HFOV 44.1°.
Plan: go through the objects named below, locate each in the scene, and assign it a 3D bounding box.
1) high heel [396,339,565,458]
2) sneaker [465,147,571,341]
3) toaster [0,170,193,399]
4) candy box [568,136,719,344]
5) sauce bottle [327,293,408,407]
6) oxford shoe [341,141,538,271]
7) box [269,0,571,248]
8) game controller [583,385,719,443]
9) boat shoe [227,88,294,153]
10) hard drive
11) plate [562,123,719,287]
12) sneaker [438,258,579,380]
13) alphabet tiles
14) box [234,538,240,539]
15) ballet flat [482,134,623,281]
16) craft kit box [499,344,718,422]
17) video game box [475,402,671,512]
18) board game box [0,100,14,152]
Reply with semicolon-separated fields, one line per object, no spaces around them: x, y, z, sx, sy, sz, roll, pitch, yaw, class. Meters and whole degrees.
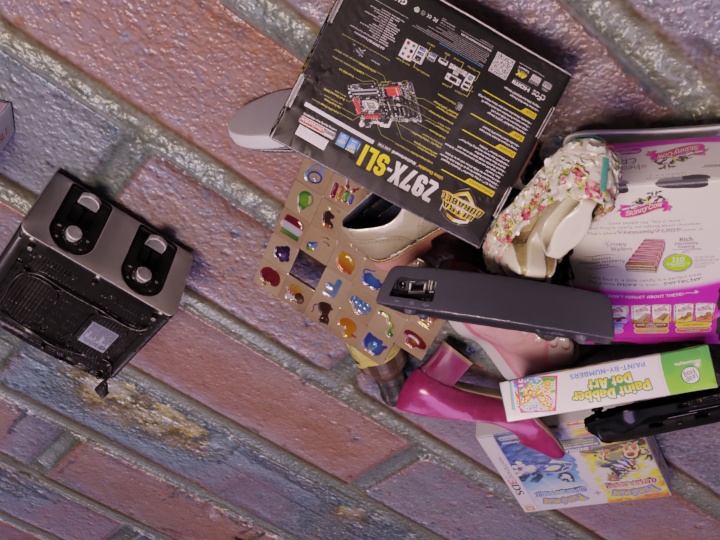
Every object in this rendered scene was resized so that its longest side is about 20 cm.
0.140;0.175;1.024;0.199;0.067;0.096;38;94;-11;high heel
0.147;-0.022;0.860;0.090;0.067;0.202;-4;118;30;sneaker
-0.302;0.016;0.971;0.180;0.119;0.200;33;132;-19;toaster
0.258;-0.020;0.804;0.135;0.061;0.201;-1;135;17;candy box
0.016;0.080;1.003;0.064;0.065;0.201;-6;131;19;sauce bottle
0.070;-0.078;0.788;0.200;0.071;0.074;-42;138;13;oxford shoe
0.048;-0.135;0.726;0.199;0.049;0.161;26;101;-10;box
0.333;0.138;0.916;0.198;0.043;0.105;-9;156;-12;game controller
-0.021;-0.128;0.800;0.198;0.069;0.057;-6;134;15;boat shoe
0.123;0.031;0.785;0.198;0.043;0.135;8;175;16;hard drive
0.292;-0.060;0.823;0.197;0.033;0.201;-2;134;15;plate
0.164;0.044;0.926;0.104;0.076;0.200;-15;138;31;sneaker
0.000;0.000;0.894;0.199;0.008;0.168;32;122;7;alphabet tiles
-0.136;0.536;1.513;0.198;0.050;0.158;17;136;-4;box
0.149;-0.031;0.731;0.075;0.064;0.201;9;148;-8;ballet flat
0.258;0.115;0.912;0.196;0.049;0.200;-16;169;19;craft kit box
0.268;0.230;1.116;0.198;0.047;0.183;-15;132;26;video game box
-0.459;-0.104;0.826;0.197;0.201;0.041;14;138;-1;board game box
